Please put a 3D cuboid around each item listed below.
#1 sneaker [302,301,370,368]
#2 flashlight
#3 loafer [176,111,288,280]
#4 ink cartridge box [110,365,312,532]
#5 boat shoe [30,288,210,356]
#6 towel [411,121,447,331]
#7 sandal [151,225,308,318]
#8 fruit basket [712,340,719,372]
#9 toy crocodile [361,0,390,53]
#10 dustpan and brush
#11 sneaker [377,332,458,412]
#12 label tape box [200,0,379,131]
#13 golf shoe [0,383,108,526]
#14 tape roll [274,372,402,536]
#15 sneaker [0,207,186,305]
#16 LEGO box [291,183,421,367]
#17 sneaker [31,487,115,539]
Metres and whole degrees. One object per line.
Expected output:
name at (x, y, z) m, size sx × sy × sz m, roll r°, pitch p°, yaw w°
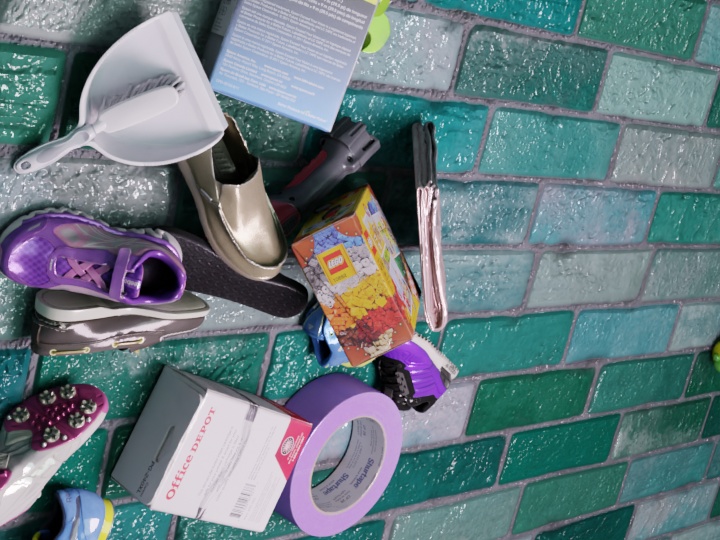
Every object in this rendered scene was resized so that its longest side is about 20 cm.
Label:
sneaker at (-0.014, 0.037, 1.597) m, size 0.104 × 0.075 × 0.202 m, roll -19°, pitch 124°, yaw -40°
flashlight at (-0.069, -0.096, 1.479) m, size 0.068 × 0.068 × 0.200 m, roll 49°, pitch 64°, yaw -14°
loafer at (-0.130, -0.079, 1.354) m, size 0.076 × 0.068 × 0.201 m, roll -43°, pitch 111°, yaw -37°
ink cartridge box at (-0.168, 0.207, 1.509) m, size 0.199 × 0.083 × 0.146 m, roll 27°, pitch 90°, yaw -50°
boat shoe at (-0.248, 0.053, 1.355) m, size 0.200 × 0.072 × 0.061 m, roll 1°, pitch 114°, yaw -41°
towel at (0.084, -0.058, 1.586) m, size 0.032 × 0.201 × 0.193 m, roll -3°, pitch 119°, yaw 3°
sandal at (-0.146, -0.004, 1.423) m, size 0.199 × 0.045 × 0.075 m, roll 24°, pitch 137°, yaw -29°
fruit basket at (0.753, 0.146, 2.464) m, size 0.216 × 0.154 × 0.218 m, roll -43°, pitch 141°, yaw -50°
toy crocodile at (-0.025, -0.315, 1.403) m, size 0.062 × 0.067 × 0.200 m, roll -52°, pitch 139°, yaw -11°
dustpan and brush at (-0.239, -0.145, 1.256) m, size 0.198 × 0.057 × 0.141 m, roll -23°, pitch 117°, yaw 0°
sneaker at (0.057, 0.134, 1.731) m, size 0.100 × 0.069 × 0.200 m, roll -56°, pitch 140°, yaw -6°
label tape box at (-0.067, -0.262, 1.345) m, size 0.142 × 0.066 × 0.202 m, roll 17°, pitch 96°, yaw -24°
golf shoe at (-0.340, 0.193, 1.335) m, size 0.199 × 0.075 × 0.092 m, roll -37°, pitch 149°, yaw -27°
tape roll at (-0.036, 0.237, 1.687) m, size 0.199 × 0.065 × 0.202 m, roll -24°, pitch 126°, yaw -39°
sneaker at (-0.253, -0.005, 1.282) m, size 0.198 × 0.088 × 0.081 m, roll 7°, pitch 111°, yaw -34°
LEGO box at (0.000, 0.000, 1.463) m, size 0.077 × 0.200 × 0.150 m, roll -25°, pitch 100°, yaw 10°
sneaker at (-0.337, 0.326, 1.409) m, size 0.078 × 0.066 × 0.202 m, roll 22°, pitch 93°, yaw -39°
